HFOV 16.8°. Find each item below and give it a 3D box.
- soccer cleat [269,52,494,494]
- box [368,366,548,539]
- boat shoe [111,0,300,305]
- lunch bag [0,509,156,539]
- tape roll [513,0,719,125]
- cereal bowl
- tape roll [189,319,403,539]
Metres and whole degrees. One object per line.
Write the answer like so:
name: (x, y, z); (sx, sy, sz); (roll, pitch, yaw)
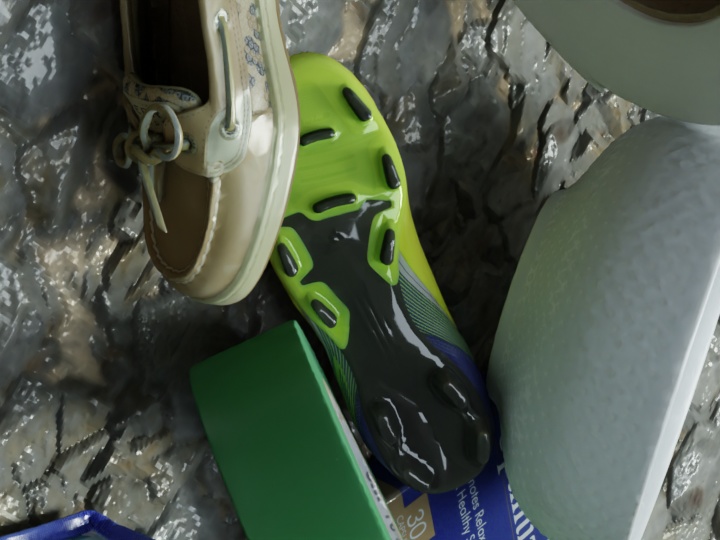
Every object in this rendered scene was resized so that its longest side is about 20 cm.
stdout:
soccer cleat: (-0.001, 0.001, 1.012); (0.065, 0.084, 0.201); (-23, 111, -2)
box: (0.076, 0.098, 1.157); (0.200, 0.032, 0.121); (-38, 131, -34)
boat shoe: (-0.066, -0.086, 0.892); (0.063, 0.073, 0.201); (-6, 99, -41)
lunch bag: (-0.138, 0.195, 0.880); (0.200, 0.127, 0.171); (-14, 117, -56)
tape roll: (0.155, -0.179, 0.996); (0.139, 0.202, 0.203); (-39, 131, -31)
cereal bowl: (0.108, 0.023, 1.053); (0.200, 0.083, 0.201); (19, 90, -79)
tape roll: (-0.004, 0.119, 0.947); (0.048, 0.201, 0.201); (-26, 131, -1)
